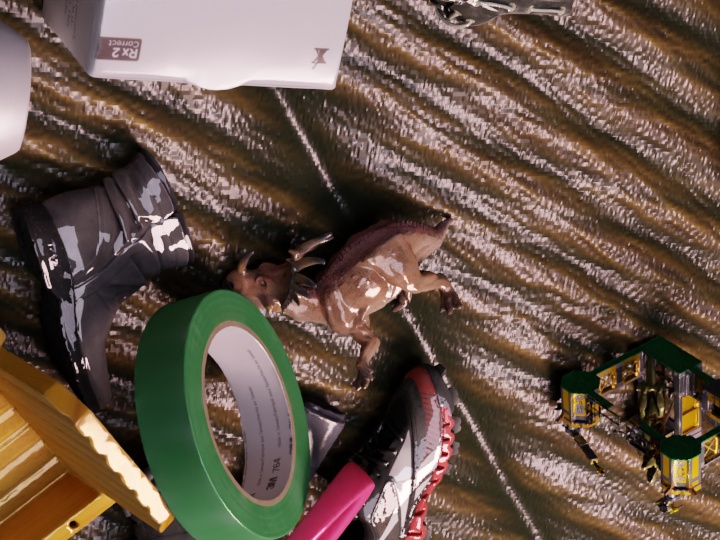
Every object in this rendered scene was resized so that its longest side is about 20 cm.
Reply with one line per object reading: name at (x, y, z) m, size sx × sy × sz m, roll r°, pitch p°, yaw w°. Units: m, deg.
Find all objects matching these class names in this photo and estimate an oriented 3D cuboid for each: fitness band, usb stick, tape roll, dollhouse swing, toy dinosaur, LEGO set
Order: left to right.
dollhouse swing at (-0.274, 0.161, 1.661) m, size 0.181 × 0.176 × 0.200 m, roll -37°, pitch 127°, yaw -5°
tape roll at (-0.106, 0.118, 1.698) m, size 0.048 × 0.201 × 0.201 m, roll -16°, pitch 129°, yaw 22°
usb stick at (-0.080, 0.198, 1.865) m, size 0.055 × 0.033 × 0.201 m, roll 23°, pitch 104°, yaw -37°
fitness band at (-0.058, 0.239, 1.810) m, size 0.143 × 0.037 × 0.200 m, roll -33°, pitch 163°, yaw -50°
toy dinosaur at (0.000, 0.000, 1.774) m, size 0.200 × 0.086 × 0.136 m, roll -37°, pitch 119°, yaw -11°
LEGO set at (0.276, 0.159, 1.941) m, size 0.153 × 0.199 × 0.117 m, roll -30°, pitch 130°, yaw -34°

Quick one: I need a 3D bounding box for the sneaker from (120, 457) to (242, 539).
sneaker at (-0.175, 0.218, 1.815) m, size 0.099 × 0.071 × 0.200 m, roll 42°, pitch 126°, yaw 3°

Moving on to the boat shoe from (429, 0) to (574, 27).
boat shoe at (0.090, -0.224, 1.703) m, size 0.199 × 0.071 × 0.064 m, roll -4°, pitch 116°, yaw -27°

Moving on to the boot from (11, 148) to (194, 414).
boot at (-0.187, 0.013, 1.695) m, size 0.131 × 0.070 × 0.201 m, roll -24°, pitch 128°, yaw -20°

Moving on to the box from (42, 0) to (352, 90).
box at (-0.109, -0.247, 1.553) m, size 0.198 × 0.131 × 0.201 m, roll 0°, pitch 116°, yaw -27°

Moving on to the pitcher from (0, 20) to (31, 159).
pitcher at (-0.343, -0.115, 1.528) m, size 0.198 × 0.122 × 0.172 m, roll 4°, pitch 135°, yaw -17°

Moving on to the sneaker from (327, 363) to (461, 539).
sneaker at (0.024, 0.173, 1.881) m, size 0.097 × 0.071 × 0.202 m, roll 2°, pitch 116°, yaw -30°
